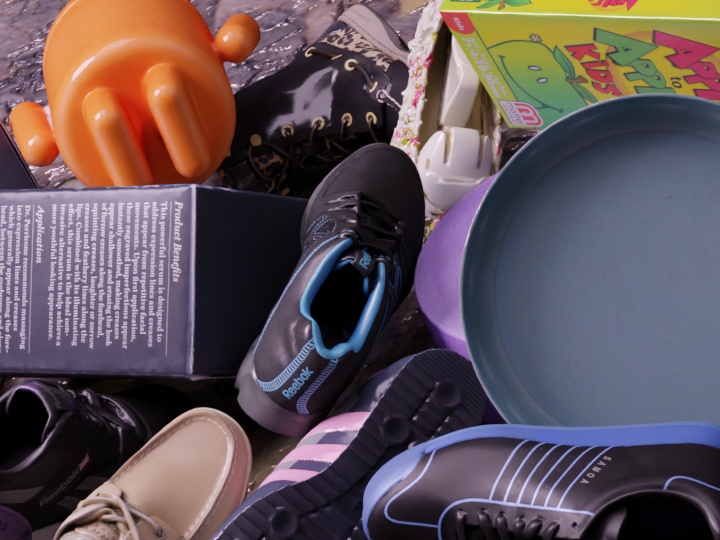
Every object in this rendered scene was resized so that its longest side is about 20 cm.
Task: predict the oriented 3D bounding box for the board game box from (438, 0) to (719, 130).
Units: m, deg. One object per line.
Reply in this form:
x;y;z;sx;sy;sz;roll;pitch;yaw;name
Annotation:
0.152;-0.124;1.383;0.200;0.102;0.048;7;55;39;board game box

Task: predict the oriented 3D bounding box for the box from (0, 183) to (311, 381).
-0.134;0.010;1.424;0.199;0.108;0.148;0;-3;31;box

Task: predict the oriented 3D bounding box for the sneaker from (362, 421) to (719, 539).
0.092;0.120;1.208;0.199;0.070;0.078;-10;27;16;sneaker

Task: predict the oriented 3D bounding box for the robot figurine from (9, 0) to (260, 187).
-0.139;-0.115;1.558;0.144;0.116;0.200;-57;23;16;robot figurine

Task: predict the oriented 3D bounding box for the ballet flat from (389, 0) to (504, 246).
0.054;-0.086;1.473;0.075;0.064;0.201;7;65;-12;ballet flat

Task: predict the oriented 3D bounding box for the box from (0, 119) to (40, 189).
-0.323;-0.011;1.609;0.200;0.104;0.182;-39;24;-24;box

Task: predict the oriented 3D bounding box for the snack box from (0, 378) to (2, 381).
-0.266;0.093;1.522;0.072;0.024;0.200;-14;32;18;snack box

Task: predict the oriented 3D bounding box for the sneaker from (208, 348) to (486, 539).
-0.018;0.122;1.302;0.200;0.070;0.082;-40;6;-18;sneaker

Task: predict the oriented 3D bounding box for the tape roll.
0.133;0.004;1.367;0.199;0.066;0.200;-16;32;10;tape roll

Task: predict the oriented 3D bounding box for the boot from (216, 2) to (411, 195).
-0.019;-0.086;1.593;0.150;0.073;0.200;-31;40;-4;boot

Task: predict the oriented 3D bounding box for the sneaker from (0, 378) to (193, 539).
-0.154;0.094;1.315;0.076;0.088;0.200;34;39;25;sneaker

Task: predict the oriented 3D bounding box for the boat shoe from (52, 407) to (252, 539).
-0.125;0.148;1.265;0.072;0.065;0.200;31;70;19;boat shoe

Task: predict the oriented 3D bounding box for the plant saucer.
0.149;0.011;1.252;0.200;0.201;0.027;-22;-1;2;plant saucer

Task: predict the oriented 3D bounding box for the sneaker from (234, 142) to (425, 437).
0.000;0.000;1.353;0.082;0.073;0.200;-50;15;50;sneaker
